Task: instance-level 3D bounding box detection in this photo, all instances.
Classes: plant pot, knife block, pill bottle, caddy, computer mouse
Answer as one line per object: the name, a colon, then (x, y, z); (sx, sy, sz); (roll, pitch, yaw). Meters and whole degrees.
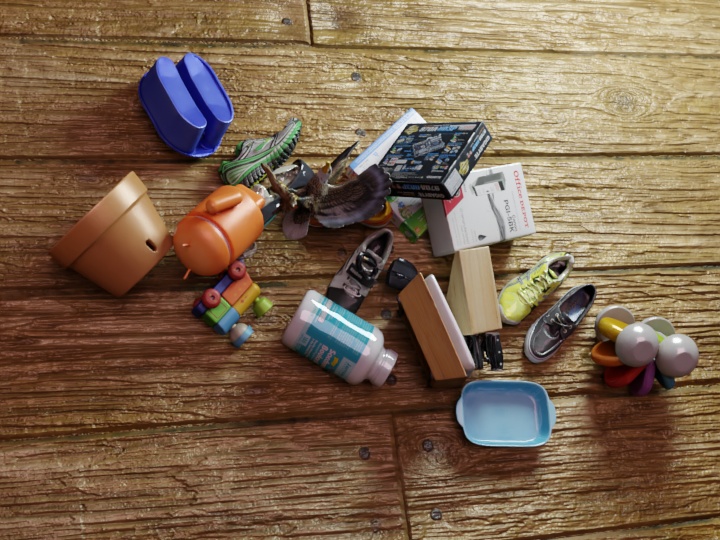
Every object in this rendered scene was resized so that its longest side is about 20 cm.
plant pot: (-0.416, -0.050, 1.624); (0.140, 0.199, 0.200); (47, 66, -12)
knife block: (0.221, 0.083, 1.743); (0.063, 0.202, 0.177); (-9, 43, -17)
pill bottle: (-0.034, 0.129, 1.690); (0.198, 0.111, 0.112); (30, 66, -1)
caddy: (-0.330, -0.309, 1.778); (0.140, 0.105, 0.202); (-20, 75, -44)
computer mouse: (0.054, 0.002, 1.735); (0.034, 0.199, 0.059); (21, 93, 35)

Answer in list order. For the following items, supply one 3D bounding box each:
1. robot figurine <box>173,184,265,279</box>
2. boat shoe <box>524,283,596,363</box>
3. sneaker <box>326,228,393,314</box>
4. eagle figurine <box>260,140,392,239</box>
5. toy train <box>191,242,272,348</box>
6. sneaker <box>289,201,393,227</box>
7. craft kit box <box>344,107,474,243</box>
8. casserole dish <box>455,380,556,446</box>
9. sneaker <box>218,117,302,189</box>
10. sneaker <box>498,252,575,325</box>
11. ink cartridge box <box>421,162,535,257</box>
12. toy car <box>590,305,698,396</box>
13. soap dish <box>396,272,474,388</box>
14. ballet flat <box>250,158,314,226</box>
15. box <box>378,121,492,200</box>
robot figurine: (-0.247, -0.071, 1.646); (0.117, 0.143, 0.200); (55, 48, -15)
boat shoe: (0.394, 0.097, 1.835); (0.199, 0.066, 0.070); (-40, 84, -23)
sneaker: (0.000, 0.000, 1.759); (0.073, 0.089, 0.202); (31, 68, -3)
eagle figurine: (-0.060, -0.150, 1.723); (0.198, 0.150, 0.154); (-14, 91, -31)
toy train: (-0.201, 0.034, 1.703); (0.116, 0.084, 0.200); (45, 64, -9)
sneaker: (-0.037, -0.124, 1.790); (0.196, 0.077, 0.074); (0, 75, 2)
craft kit box: (0.104, -0.191, 1.878); (0.197, 0.049, 0.200); (44, 67, 7)
casserole dish: (0.266, 0.269, 1.757); (0.197, 0.039, 0.123); (3, 70, -13)
sneaker: (-0.187, -0.230, 1.797); (0.085, 0.078, 0.200); (44, 67, 5)
sneaker: (0.339, 0.026, 1.842); (0.075, 0.076, 0.200); (45, 68, 3)
ink cartridge box: (0.228, -0.120, 1.831); (0.197, 0.083, 0.149); (-13, 89, -26)
toy car: (0.536, 0.166, 1.814); (0.197, 0.175, 0.152); (15, 102, -9)
soap dish: (0.132, 0.117, 1.720); (0.080, 0.157, 0.202); (-23, 77, -3)
ballet flat: (-0.167, -0.144, 1.774); (0.073, 0.073, 0.200); (47, 64, 5)
box: (0.127, -0.207, 1.768); (0.160, 0.198, 0.046); (-55, 128, -24)
